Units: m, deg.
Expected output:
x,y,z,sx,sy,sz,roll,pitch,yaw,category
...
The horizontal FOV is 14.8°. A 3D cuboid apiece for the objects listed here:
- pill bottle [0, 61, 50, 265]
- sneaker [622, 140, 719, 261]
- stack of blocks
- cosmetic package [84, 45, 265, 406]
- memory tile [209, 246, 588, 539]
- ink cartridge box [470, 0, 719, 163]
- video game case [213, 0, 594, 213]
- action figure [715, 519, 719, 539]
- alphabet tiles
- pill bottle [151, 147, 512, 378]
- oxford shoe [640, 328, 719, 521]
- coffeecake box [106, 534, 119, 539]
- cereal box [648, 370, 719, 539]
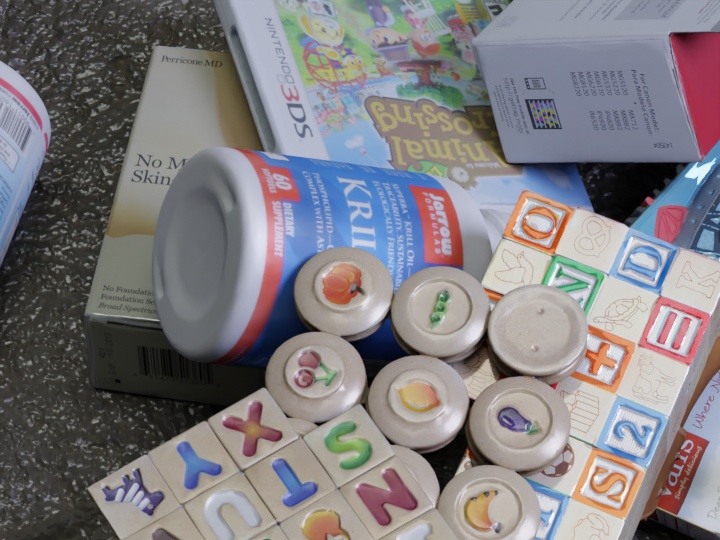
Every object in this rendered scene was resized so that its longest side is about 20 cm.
x,y,z,sx,sy,sz,roll,pitch,yaw,category
-0.251,-0.021,1.547,0.108,0.109,0.201,11,52,8,pill bottle
0.208,-0.018,1.580,0.095,0.079,0.200,41,65,8,sneaker
0.095,0.074,1.381,0.114,0.059,0.201,20,71,13,stack of blocks
-0.087,-0.027,1.574,0.104,0.071,0.201,6,53,4,cosmetic package
0.020,0.084,1.328,0.152,0.017,0.201,13,62,9,memory tile
0.191,-0.144,1.590,0.175,0.084,0.200,2,33,37,ink cartridge box
0.024,-0.100,1.602,0.199,0.022,0.183,1,54,-31,video game case
0.253,0.086,1.420,0.129,0.069,0.201,18,79,6,action figure
-0.034,0.150,1.273,0.166,0.006,0.200,-28,61,-16,alphabet tiles
0.000,0.000,1.466,0.199,0.112,0.113,5,47,-31,pill bottle
0.142,0.088,1.453,0.200,0.071,0.071,-43,102,-12,oxford shoe
-0.069,0.242,1.315,0.073,0.154,0.200,-31,59,-22,coffeecake box
0.259,0.099,1.471,0.199,0.040,0.145,24,77,17,cereal box
